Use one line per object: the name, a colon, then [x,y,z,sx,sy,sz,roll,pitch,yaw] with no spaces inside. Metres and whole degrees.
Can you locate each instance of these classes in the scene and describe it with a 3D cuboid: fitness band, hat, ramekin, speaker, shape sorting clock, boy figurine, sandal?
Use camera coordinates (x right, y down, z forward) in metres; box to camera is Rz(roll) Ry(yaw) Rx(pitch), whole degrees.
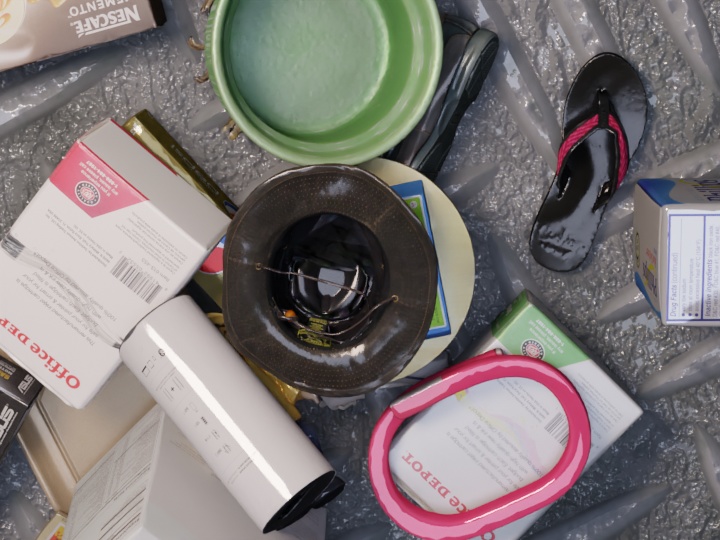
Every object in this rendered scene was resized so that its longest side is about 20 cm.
fitness band: [0.102,0.152,1.644,0.199,0.037,0.144,-25,100,8]
hat: [-0.021,-0.001,1.583,0.199,0.081,0.202,3,110,8]
ramekin: [-0.038,-0.189,1.606,0.198,0.098,0.202,-2,97,-15]
speaker: [-0.111,0.119,1.572,0.081,0.081,0.200,-44,75,8]
shape sorting clock: [0.000,0.000,1.641,0.198,0.039,0.202,1,103,3]
boy figurine: [-0.087,0.120,1.647,0.124,0.064,0.201,-26,77,-19]
sandal: [0.204,-0.092,1.678,0.075,0.045,0.201,16,100,-1]

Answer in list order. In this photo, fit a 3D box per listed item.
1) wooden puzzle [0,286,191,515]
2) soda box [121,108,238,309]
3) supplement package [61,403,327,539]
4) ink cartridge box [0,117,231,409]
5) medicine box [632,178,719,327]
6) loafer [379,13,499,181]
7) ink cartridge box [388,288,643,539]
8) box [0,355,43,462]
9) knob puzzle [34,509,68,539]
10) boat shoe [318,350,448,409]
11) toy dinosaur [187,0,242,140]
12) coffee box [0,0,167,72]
wooden puzzle: [-0.226,0.102,1.732,0.199,0.037,0.186,-26,98,1]
soda box: [-0.150,-0.047,1.684,0.064,0.068,0.200,-43,96,9]
supplement package: [-0.148,0.255,1.639,0.191,0.200,0.147,38,114,-18]
ink cartridge box: [-0.229,-0.004,1.630,0.145,0.084,0.200,40,113,-2]
medicine box: [0.342,-0.019,1.618,0.198,0.182,0.104,0,99,1]
loafer: [0.052,-0.130,1.673,0.063,0.072,0.201,30,95,17]
ink cartridge box: [0.131,0.140,1.700,0.145,0.088,0.200,43,97,-5]
box: [-0.396,0.142,1.705,0.158,0.048,0.201,31,117,-4]
knob puzzle: [-0.261,0.345,1.759,0.218,0.030,0.221,0,110,-1]
boat shoe: [-0.021,0.089,1.707,0.198,0.071,0.070,6,109,3]
toy dinosaur: [-0.088,-0.215,1.670,0.101,0.058,0.201,31,88,-15]
coffee box: [-0.280,-0.240,1.648,0.199,0.080,0.115,-14,99,4]
